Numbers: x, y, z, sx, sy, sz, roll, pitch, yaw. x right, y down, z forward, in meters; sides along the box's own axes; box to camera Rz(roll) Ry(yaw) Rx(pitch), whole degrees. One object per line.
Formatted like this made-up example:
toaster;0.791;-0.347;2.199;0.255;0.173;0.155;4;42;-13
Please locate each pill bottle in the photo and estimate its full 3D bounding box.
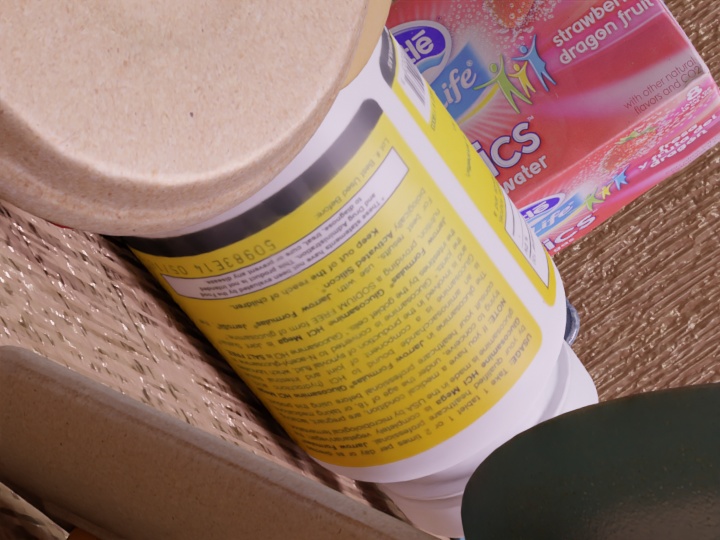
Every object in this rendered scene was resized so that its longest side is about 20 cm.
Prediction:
pill bottle;0.000;0.000;0.953;0.200;0.112;0.112;52;6;-35

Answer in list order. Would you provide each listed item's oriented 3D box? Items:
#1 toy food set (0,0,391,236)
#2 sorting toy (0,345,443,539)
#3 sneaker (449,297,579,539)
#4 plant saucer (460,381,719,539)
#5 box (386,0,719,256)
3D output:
toy food set;-0.071;-0.110;0.784;0.049;0.200;0.198;-1;-54;47
sorting toy;0.018;0.102;0.581;0.185;0.037;0.200;22;-20;36
sneaker;0.082;0.101;1.073;0.079;0.095;0.200;-78;146;-80
plant saucer;0.115;0.075;0.528;0.200;0.200;0.027;49;47;-51
box;0.036;-0.050;1.105;0.103;0.200;0.095;58;5;17
